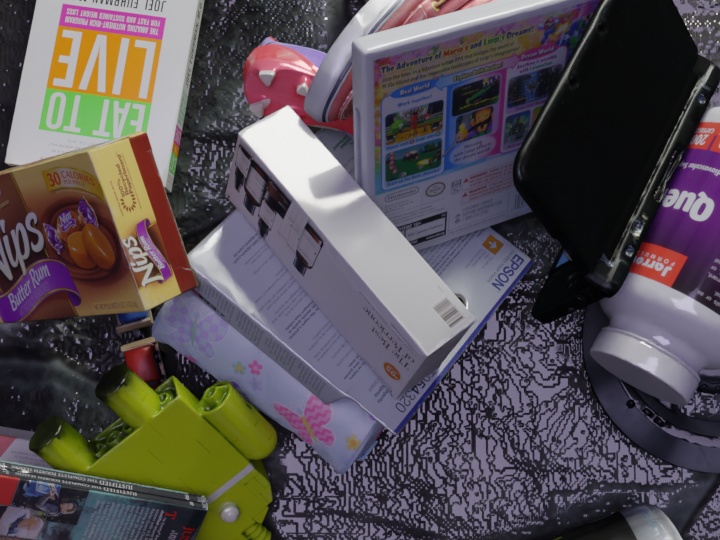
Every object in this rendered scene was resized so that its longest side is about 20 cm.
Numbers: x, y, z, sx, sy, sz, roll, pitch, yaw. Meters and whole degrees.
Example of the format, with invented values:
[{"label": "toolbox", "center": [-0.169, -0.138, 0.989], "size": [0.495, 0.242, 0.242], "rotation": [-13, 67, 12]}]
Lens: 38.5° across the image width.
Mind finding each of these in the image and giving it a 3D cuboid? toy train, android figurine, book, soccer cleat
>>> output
[{"label": "toy train", "center": [-0.173, 0.081, 0.829], "size": [0.034, 0.046, 0.201], "rotation": [-15, 84, 2]}, {"label": "android figurine", "center": [-0.147, 0.163, 0.777], "size": [0.182, 0.041, 0.200], "rotation": [-37, 120, 0]}, {"label": "book", "center": [-0.206, -0.172, 0.856], "size": [0.133, 0.048, 0.201], "rotation": [7, 83, 2]}, {"label": "soccer cleat", "center": [0.006, -0.127, 0.798], "size": [0.199, 0.077, 0.067], "rotation": [18, 131, -9]}]

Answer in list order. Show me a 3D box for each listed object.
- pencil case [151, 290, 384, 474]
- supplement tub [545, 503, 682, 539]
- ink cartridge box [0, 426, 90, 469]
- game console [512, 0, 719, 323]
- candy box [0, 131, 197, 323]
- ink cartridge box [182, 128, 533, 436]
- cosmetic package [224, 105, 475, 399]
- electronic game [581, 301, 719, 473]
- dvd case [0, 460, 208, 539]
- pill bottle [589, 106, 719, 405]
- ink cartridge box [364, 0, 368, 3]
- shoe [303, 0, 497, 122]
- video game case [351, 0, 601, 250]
[{"label": "pencil case", "center": [-0.066, 0.072, 0.802], "size": [0.200, 0.083, 0.091], "rotation": [35, 132, 6]}, {"label": "supplement tub", "center": [0.148, 0.260, 0.755], "size": [0.199, 0.123, 0.123], "rotation": [-22, 84, 2]}, {"label": "ink cartridge box", "center": [-0.280, 0.229, 0.814], "size": [0.116, 0.068, 0.201], "rotation": [9, 85, 4]}, {"label": "game console", "center": [0.159, -0.086, 0.727], "size": [0.116, 0.176, 0.200], "rotation": [33, 70, -5]}, {"label": "candy box", "center": [-0.217, -0.027, 0.767], "size": [0.199, 0.056, 0.117], "rotation": [-5, 106, 41]}, {"label": "ink cartridge box", "center": [0.000, 0.000, 0.785], "size": [0.200, 0.043, 0.196], "rotation": [40, 59, 6]}, {"label": "cosmetic package", "center": [-0.014, -0.011, 0.718], "size": [0.051, 0.083, 0.200], "rotation": [-34, 75, -26]}, {"label": "electronic game", "center": [0.273, 0.056, 0.803], "size": [0.199, 0.042, 0.201], "rotation": [-1, 77, 6]}, {"label": "dvd case", "center": [-0.226, 0.208, 0.735], "size": [0.199, 0.022, 0.146], "rotation": [16, 108, -24]}, {"label": "pill bottle", "center": [0.246, -0.009, 0.741], "size": [0.112, 0.112, 0.200], "rotation": [30, 82, 6]}, {"label": "ink cartridge box", "center": [0.102, -0.211, 0.816], "size": [0.146, 0.083, 0.200], "rotation": [-37, 85, 1]}, {"label": "shoe", "center": [0.053, -0.163, 0.729], "size": [0.091, 0.071, 0.200], "rotation": [39, 77, 7]}, {"label": "video game case", "center": [0.088, -0.104, 0.732], "size": [0.199, 0.183, 0.024], "rotation": [-19, 45, -18]}]
